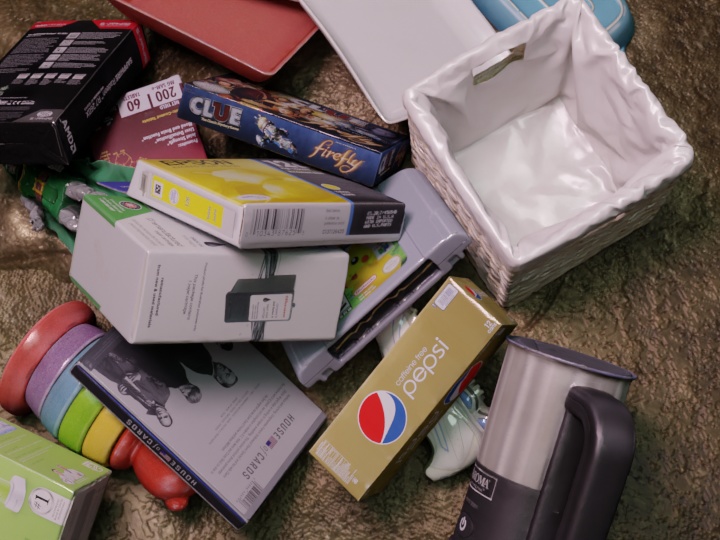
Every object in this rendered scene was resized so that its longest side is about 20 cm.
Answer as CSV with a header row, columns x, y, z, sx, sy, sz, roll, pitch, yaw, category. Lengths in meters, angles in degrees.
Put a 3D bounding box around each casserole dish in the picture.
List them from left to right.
x,y,z,sx,sy,sz,roll,pitch,yaw,category
0.194,-0.282,1.395,0.121,0.039,0.200,-38,74,-10,casserole dish

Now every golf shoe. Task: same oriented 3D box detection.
x,y,z,sx,sy,sz,roll,pitch,yaw,category
0.041,0.100,1.246,0.097,0.078,0.201,-37,71,-4,golf shoe

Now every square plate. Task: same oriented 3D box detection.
x,y,z,sx,sy,sz,roll,pitch,yaw,category
0.042,-0.237,1.353,0.198,0.029,0.199,-21,69,-36,square plate

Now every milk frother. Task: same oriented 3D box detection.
x,y,z,sx,sy,sz,roll,pitch,yaw,category
0.203,0.177,1.161,0.198,0.180,0.191,13,96,-36,milk frother

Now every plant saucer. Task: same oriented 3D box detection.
x,y,z,sx,sy,sz,roll,pitch,yaw,category
-0.128,-0.273,1.372,0.198,0.037,0.200,27,47,12,plant saucer

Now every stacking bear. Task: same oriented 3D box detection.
x,y,z,sx,sy,sz,roll,pitch,yaw,category
-0.216,0.130,1.229,0.199,0.114,0.122,36,77,9,stacking bear

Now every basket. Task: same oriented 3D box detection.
x,y,z,sx,sy,sz,roll,pitch,yaw,category
0.168,-0.103,1.263,0.197,0.161,0.201,-30,72,-7,basket

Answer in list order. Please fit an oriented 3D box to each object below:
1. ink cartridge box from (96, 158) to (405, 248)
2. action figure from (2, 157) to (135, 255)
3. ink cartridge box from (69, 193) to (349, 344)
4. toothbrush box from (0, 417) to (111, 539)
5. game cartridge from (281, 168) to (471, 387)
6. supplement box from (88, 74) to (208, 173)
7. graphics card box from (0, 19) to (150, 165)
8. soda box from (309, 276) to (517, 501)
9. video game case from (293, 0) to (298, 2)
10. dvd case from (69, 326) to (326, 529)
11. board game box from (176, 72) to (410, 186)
x,y,z,sx,sy,sz,roll,pitch,yaw,category
-0.095,-0.070,1.196,0.199,0.196,0.048,27,112,39,ink cartridge box
-0.285,-0.071,1.302,0.199,0.054,0.120,29,103,42,action figure
-0.129,-0.002,1.175,0.146,0.198,0.084,34,116,50,ink cartridge box
-0.339,0.208,1.187,0.198,0.086,0.147,22,99,9,toothbrush box
0.000,0.000,1.246,0.200,0.040,0.134,-42,36,8,game cartridge
-0.193,-0.077,1.325,0.107,0.061,0.202,-19,71,-5,supplement box
-0.297,-0.174,1.308,0.124,0.051,0.201,2,37,17,graphics card box
0.046,0.102,1.182,0.064,0.068,0.201,42,101,15,soda box
-0.124,-0.373,1.407,0.179,0.023,0.202,15,53,-1,video game case
-0.139,0.110,1.207,0.200,0.025,0.150,44,44,-2,dvd case
-0.060,-0.138,1.305,0.198,0.135,0.035,20,106,9,board game box
